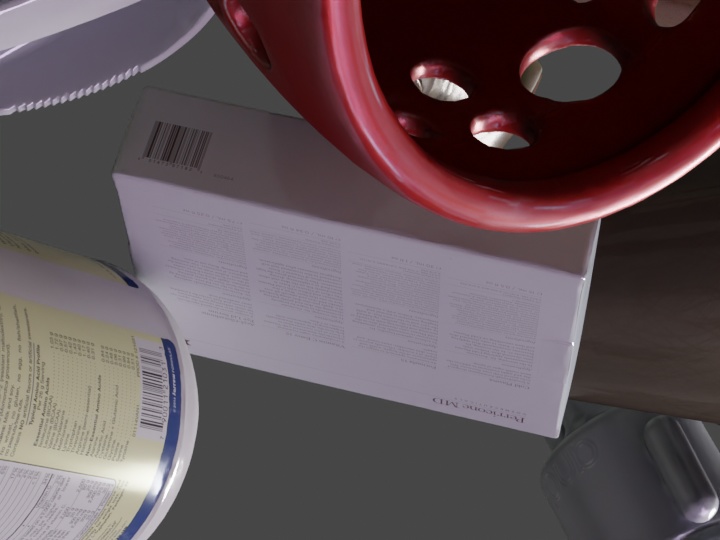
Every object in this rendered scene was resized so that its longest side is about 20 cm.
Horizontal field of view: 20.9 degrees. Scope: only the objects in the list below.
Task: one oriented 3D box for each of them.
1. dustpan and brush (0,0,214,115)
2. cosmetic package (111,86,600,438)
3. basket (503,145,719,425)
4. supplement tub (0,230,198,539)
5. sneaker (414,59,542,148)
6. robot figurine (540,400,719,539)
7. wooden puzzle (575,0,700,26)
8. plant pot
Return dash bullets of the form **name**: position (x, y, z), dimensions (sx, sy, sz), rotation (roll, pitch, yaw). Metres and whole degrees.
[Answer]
- **dustpan and brush**: position (-0.075, -0.112, 0.698), dimensions (0.199, 0.057, 0.140), rotation (-21, 152, -15)
- **cosmetic package**: position (0.000, 0.000, 0.851), dimensions (0.198, 0.052, 0.151), rotation (13, 149, 7)
- **basket**: position (0.136, 0.001, 1.008), dimensions (0.199, 0.136, 0.182), rotation (0, 117, -34)
- **supplement tub**: position (-0.177, 0.050, 0.790), dimensions (0.145, 0.146, 0.199), rotation (-39, 151, 20)
- **sneaker**: position (0.022, -0.099, 0.824), dimensions (0.076, 0.070, 0.200), rotation (-47, 157, 2)
- **robot figurine**: position (0.190, 0.160, 1.251), dimensions (0.112, 0.201, 0.170), rotation (-21, 151, -13)
- **wooden puzzle**: position (0.170, -0.115, 0.823), dimensions (0.199, 0.184, 0.038), rotation (-1, 107, -38)
- **plant pot**: position (0.028, -0.140, 0.578), dimensions (0.199, 0.182, 0.202), rotation (-20, 131, -25)
